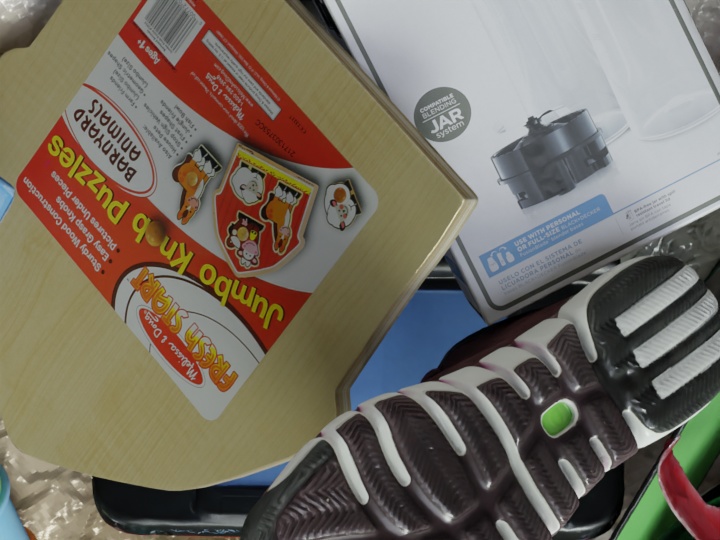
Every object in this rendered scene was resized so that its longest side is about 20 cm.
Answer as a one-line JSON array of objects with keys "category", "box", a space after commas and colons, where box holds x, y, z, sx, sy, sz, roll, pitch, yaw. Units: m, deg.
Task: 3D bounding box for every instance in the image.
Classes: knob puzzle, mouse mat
[{"category": "knob puzzle", "box": [-0.065, -0.010, 1.073, 0.030, 0.220, 0.220, -3, 131, -57]}, {"category": "mouse mat", "box": [0.138, 0.061, 1.188, 0.008, 0.200, 0.161, 32, 98, 13]}]

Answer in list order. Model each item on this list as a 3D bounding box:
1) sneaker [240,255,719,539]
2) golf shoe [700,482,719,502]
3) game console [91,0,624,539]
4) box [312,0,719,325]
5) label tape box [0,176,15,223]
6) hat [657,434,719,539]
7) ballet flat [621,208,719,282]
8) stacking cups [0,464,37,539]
[{"category": "sneaker", "box": [0.030, 0.068, 1.035, 0.200, 0.115, 0.076, -28, 93, -26]}, {"category": "golf shoe", "box": [0.173, 0.139, 1.325, 0.094, 0.078, 0.200, 21, 114, -10]}, {"category": "game console", "box": [0.000, 0.000, 1.107, 0.200, 0.173, 0.119, 1, 151, 1]}, {"category": "box", "box": [0.047, -0.096, 1.055, 0.116, 0.060, 0.200, -26, 97, 0]}, {"category": "label tape box", "box": [-0.227, 0.014, 1.021, 0.144, 0.063, 0.200, 41, 63, -29]}, {"category": "hat", "box": [0.153, 0.171, 1.130, 0.200, 0.176, 0.166, 44, 108, 7]}, {"category": "ballet flat", "box": [0.088, 0.007, 1.198, 0.072, 0.072, 0.200, 29, 109, -32]}, {"category": "stacking cups", "box": [-0.159, 0.102, 1.193, 0.060, 0.061, 0.200, -23, 133, -3]}]
